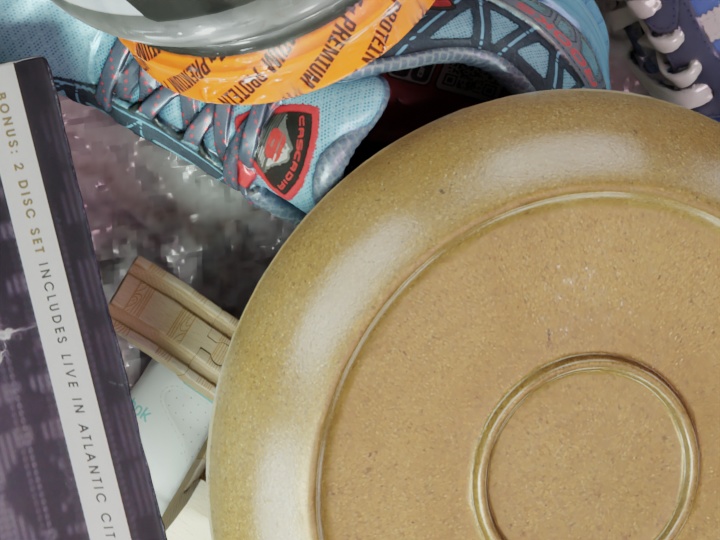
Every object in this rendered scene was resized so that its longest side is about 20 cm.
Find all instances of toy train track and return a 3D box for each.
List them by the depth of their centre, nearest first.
[{"bbox_3d":[0.000,0.000,0.873,0.114,0.032,0.201,35,71,-17],"label":"toy train track"}]

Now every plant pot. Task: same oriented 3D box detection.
[{"bbox_3d":[0.058,0.052,0.800,0.199,0.027,0.201,-3,101,-16],"label":"plant pot"}]

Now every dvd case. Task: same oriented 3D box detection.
[{"bbox_3d":[-0.159,0.037,0.761,0.199,0.016,0.150,-14,87,-16],"label":"dvd case"}]

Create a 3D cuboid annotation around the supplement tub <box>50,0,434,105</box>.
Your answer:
[{"bbox_3d":[-0.051,-0.138,0.693,0.122,0.122,0.200,-40,139,-10],"label":"supplement tub"}]

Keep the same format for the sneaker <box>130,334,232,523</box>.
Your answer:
[{"bbox_3d":[0.008,0.078,0.920,0.200,0.070,0.081,26,91,-32],"label":"sneaker"}]

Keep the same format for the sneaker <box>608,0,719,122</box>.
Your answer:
[{"bbox_3d":[0.072,-0.101,0.893,0.146,0.081,0.201,-7,114,-17],"label":"sneaker"}]

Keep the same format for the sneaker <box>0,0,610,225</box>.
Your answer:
[{"bbox_3d":[-0.022,-0.060,0.811,0.199,0.096,0.080,8,126,-9],"label":"sneaker"}]
